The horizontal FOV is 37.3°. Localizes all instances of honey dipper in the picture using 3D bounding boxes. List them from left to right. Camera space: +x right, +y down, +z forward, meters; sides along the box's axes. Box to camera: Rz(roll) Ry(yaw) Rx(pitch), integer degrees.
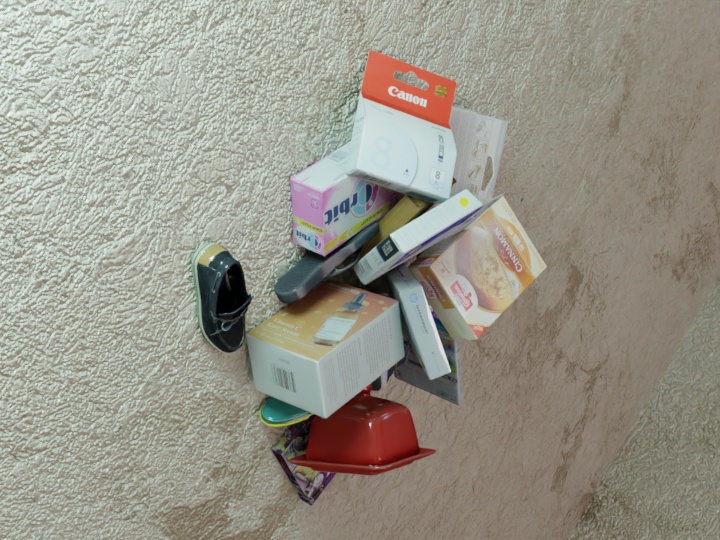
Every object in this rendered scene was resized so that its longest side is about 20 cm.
[{"bbox_3d":[0.000,0.000,1.785,0.200,0.038,0.038,25,91,-56],"label":"honey dipper"}]

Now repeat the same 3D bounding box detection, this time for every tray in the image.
[{"bbox_3d":[0.068,-0.085,1.713,0.099,0.037,0.200,-38,178,-36],"label":"tray"}]

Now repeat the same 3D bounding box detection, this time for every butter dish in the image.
[{"bbox_3d":[0.002,0.263,1.822,0.199,0.199,0.148,0,88,-56],"label":"butter dish"}]

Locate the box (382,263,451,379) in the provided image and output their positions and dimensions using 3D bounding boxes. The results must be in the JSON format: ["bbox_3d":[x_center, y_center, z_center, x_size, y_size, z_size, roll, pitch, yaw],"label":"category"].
[{"bbox_3d":[0.084,0.068,1.731,0.041,0.200,0.156,-21,108,-2],"label":"box"}]

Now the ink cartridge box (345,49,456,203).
[{"bbox_3d":[0.072,-0.217,1.590,0.160,0.047,0.201,16,79,-24],"label":"ink cartridge box"}]

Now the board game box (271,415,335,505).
[{"bbox_3d":[-0.085,0.325,1.898,0.120,0.032,0.200,-54,148,-24],"label":"board game box"}]

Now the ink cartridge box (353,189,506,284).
[{"bbox_3d":[0.103,-0.061,1.642,0.200,0.047,0.198,-32,176,-22],"label":"ink cartridge box"}]

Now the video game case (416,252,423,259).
[{"bbox_3d":[0.157,-0.102,1.885,0.143,0.017,0.201,-12,109,-36],"label":"video game case"}]

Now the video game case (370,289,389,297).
[{"bbox_3d":[0.004,0.123,1.888,0.200,0.023,0.182,-13,122,-52],"label":"video game case"}]

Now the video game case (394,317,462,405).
[{"bbox_3d":[0.116,0.149,1.918,0.018,0.143,0.200,-48,146,-33],"label":"video game case"}]

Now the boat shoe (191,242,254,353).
[{"bbox_3d":[-0.189,0.049,1.506,0.075,0.062,0.200,-43,144,-34],"label":"boat shoe"}]

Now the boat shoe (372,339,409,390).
[{"bbox_3d":[0.040,0.113,1.856,0.091,0.071,0.201,-44,149,-37],"label":"boat shoe"}]

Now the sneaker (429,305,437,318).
[{"bbox_3d":[0.136,0.079,1.993,0.200,0.080,0.084,-8,115,-55],"label":"sneaker"}]

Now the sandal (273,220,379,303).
[{"bbox_3d":[-0.051,-0.013,1.658,0.200,0.076,0.043,-39,122,-19],"label":"sandal"}]

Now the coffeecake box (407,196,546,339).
[{"bbox_3d":[0.198,-0.004,1.803,0.200,0.073,0.154,-42,108,-26],"label":"coffeecake box"}]

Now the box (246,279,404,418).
[{"bbox_3d":[-0.052,0.117,1.662,0.200,0.152,0.107,-35,128,-41],"label":"box"}]

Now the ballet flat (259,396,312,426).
[{"bbox_3d":[-0.082,0.211,1.773,0.200,0.067,0.067,-33,152,-27],"label":"ballet flat"}]

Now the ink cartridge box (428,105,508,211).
[{"bbox_3d":[0.165,-0.177,1.832,0.176,0.045,0.201,5,99,-45],"label":"ink cartridge box"}]

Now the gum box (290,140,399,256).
[{"bbox_3d":[-0.017,-0.123,1.634,0.200,0.066,0.114,-36,139,-38],"label":"gum box"}]
